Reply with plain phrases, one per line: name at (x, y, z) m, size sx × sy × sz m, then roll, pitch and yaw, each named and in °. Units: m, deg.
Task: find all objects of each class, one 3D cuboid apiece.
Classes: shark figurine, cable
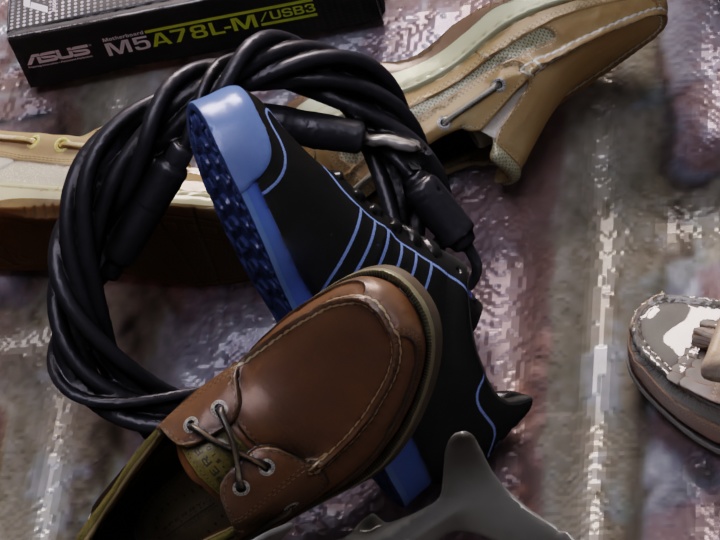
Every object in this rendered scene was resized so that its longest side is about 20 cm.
shark figurine at (-0.021, 0.152, 1.022) m, size 0.214 × 0.128 × 0.090 m, roll -21°, pitch 74°, yaw -22°
cable at (-0.054, -0.010, 1.096) m, size 0.200 × 0.164 × 0.051 m, roll -29°, pitch 13°, yaw -6°

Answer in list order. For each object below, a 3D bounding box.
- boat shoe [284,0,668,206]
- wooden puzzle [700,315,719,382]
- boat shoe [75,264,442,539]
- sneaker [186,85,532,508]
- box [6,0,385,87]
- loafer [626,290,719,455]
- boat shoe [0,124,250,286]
boat shoe at (0.061, -0.074, 1.169) m, size 0.200 × 0.072 × 0.076 m, roll -26°, pitch 65°, yaw 5°
wooden puzzle at (0.247, 0.014, 1.014) m, size 0.184 × 0.037 × 0.200 m, roll 10°, pitch 32°, yaw 16°
boat shoe at (-0.044, 0.075, 1.009) m, size 0.072 × 0.200 × 0.068 m, roll 51°, pitch 34°, yaw 14°
sneaker at (0.000, 0.000, 1.058) m, size 0.078 × 0.200 × 0.070 m, roll -32°, pitch 16°, yaw -12°
box at (-0.087, -0.198, 1.312) m, size 0.192 × 0.048 × 0.200 m, roll -8°, pitch 51°, yaw 7°
loafer at (0.193, 0.053, 1.026) m, size 0.200 × 0.063 × 0.072 m, roll 31°, pitch 66°, yaw 33°
boat shoe at (-0.115, -0.039, 1.180) m, size 0.199 × 0.074 × 0.067 m, roll 5°, pitch 59°, yaw 18°
